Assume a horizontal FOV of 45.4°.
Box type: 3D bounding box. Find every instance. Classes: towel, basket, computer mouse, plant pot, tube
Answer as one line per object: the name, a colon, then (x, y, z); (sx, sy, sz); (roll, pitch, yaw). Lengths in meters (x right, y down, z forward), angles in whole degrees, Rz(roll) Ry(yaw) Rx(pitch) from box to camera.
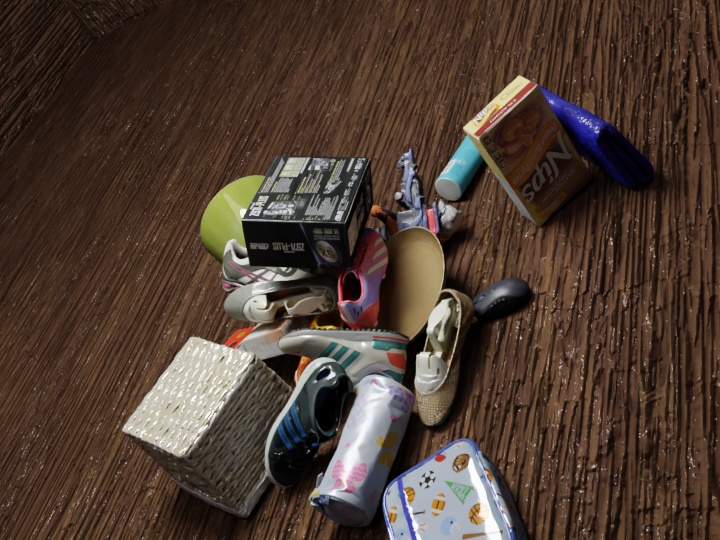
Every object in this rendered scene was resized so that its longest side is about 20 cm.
towel: (0.340, -0.202, 1.304); (0.050, 0.147, 0.200); (-52, 34, 10)
basket: (-0.214, 0.228, 1.302); (0.197, 0.161, 0.201); (7, 52, 47)
computer mouse: (0.155, 0.056, 1.271); (0.198, 0.034, 0.059); (-24, 38, 21)
plant pot: (0.067, 0.031, 1.329); (0.199, 0.027, 0.202); (-32, 46, 40)
plant pot: (-0.167, -0.041, 1.571); (0.187, 0.187, 0.200); (-40, 50, -4)
tube: (0.197, -0.209, 1.528); (0.077, 0.051, 0.201); (4, 48, 39)

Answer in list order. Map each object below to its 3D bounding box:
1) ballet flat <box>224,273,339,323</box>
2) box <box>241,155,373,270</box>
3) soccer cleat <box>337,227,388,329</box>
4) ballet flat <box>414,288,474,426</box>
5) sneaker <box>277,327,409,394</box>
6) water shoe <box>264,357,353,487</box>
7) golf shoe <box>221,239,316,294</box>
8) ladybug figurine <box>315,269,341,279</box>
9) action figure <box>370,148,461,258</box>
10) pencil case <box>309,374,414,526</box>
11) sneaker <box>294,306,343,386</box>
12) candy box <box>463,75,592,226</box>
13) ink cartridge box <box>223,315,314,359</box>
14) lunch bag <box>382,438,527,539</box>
ballet flat: (-0.126, 0.050, 1.356); (0.197, 0.068, 0.064); (-12, 29, 9)
box: (-0.077, -0.094, 1.346); (0.161, 0.087, 0.201); (2, 36, 11)
soccer cleat: (0.000, 0.000, 1.321); (0.066, 0.077, 0.202); (-13, 47, 22)
ballet flat: (0.107, 0.114, 1.197); (0.070, 0.065, 0.202); (-10, 52, 39)
sneaker: (-0.027, 0.133, 1.253); (0.197, 0.070, 0.095); (0, 82, 10)
water shoe: (-0.075, 0.221, 1.200); (0.079, 0.071, 0.202); (34, 106, 56)
golf shoe: (-0.145, 0.006, 1.427); (0.197, 0.089, 0.077); (9, 27, 20)
ladybug figurine: (-0.054, -0.041, 1.446); (0.072, 0.136, 0.200); (-43, 61, 7)
action figure: (0.080, -0.093, 1.440); (0.191, 0.104, 0.203); (-2, 84, 32)
pencil case: (0.005, 0.240, 1.154); (0.090, 0.083, 0.201); (-9, 44, 42)
sneaker: (-0.059, 0.130, 1.328); (0.201, 0.072, 0.078); (-94, 24, -48)
candy box: (0.254, -0.175, 1.291); (0.115, 0.200, 0.055); (-42, 34, 2)
ink cartridge box: (-0.173, 0.100, 1.459); (0.198, 0.051, 0.162); (-14, 19, 26)
lunch bag: (0.105, 0.307, 0.996); (0.159, 0.076, 0.201); (-33, 34, 12)
